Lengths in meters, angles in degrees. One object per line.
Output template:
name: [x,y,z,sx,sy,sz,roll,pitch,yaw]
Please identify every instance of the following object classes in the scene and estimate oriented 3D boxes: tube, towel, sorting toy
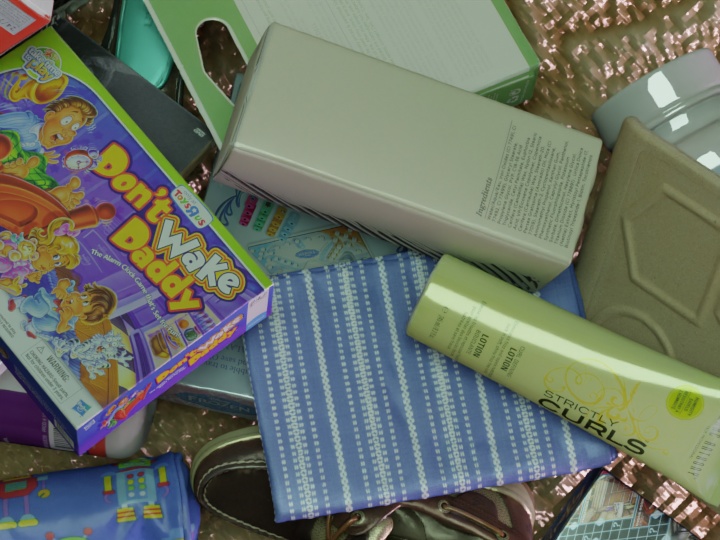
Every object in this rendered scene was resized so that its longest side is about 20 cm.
tube: [0.123,0.056,1.305,0.200,0.058,0.052,27,73,4]
towel: [0.036,0.058,1.338,0.199,0.024,0.145,-9,71,-9]
sorting toy: [0.196,0.036,1.328,0.036,0.186,0.200,-17,45,-40]

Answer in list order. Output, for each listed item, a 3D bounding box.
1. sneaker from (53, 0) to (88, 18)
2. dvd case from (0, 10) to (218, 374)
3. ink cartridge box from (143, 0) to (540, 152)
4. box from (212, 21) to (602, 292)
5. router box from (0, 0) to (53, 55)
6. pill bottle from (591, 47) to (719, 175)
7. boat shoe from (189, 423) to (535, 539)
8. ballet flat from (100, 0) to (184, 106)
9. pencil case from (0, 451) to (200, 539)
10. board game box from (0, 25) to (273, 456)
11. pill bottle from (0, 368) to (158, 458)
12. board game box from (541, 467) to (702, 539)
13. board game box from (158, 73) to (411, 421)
sneaker: [-0.154,-0.214,1.423,0.200,0.087,0.074,-36,83,-6]
dvd case: [-0.200,-0.050,1.340,0.149,0.016,0.200,37,69,13]
ink cartridge box: [-0.014,-0.135,1.399,0.200,0.048,0.146,-22,69,-15]
box: [0.026,-0.061,1.315,0.199,0.068,0.082,20,72,-7]
router box: [-0.243,-0.188,1.348,0.179,0.049,0.200,-27,45,33]
pill bottle: [0.218,-0.024,1.384,0.111,0.111,0.200,-28,82,-5]
boat shoe: [0.001,0.139,1.336,0.199,0.072,0.072,13,124,-6]
ballet flat: [-0.134,-0.091,1.409,0.068,0.068,0.201,17,72,6]
pencil case: [-0.189,0.162,1.365,0.199,0.078,0.087,-11,101,-3]
board game box: [-0.161,-0.019,1.295,0.134,0.045,0.200,-37,75,-18]
pill bottle: [-0.215,0.041,1.368,0.199,0.112,0.113,9,81,1]
board game box: [0.134,0.234,1.367,0.135,0.035,0.200,36,79,-3]
board game box: [0.000,0.000,1.395,0.199,0.043,0.200,13,68,2]
